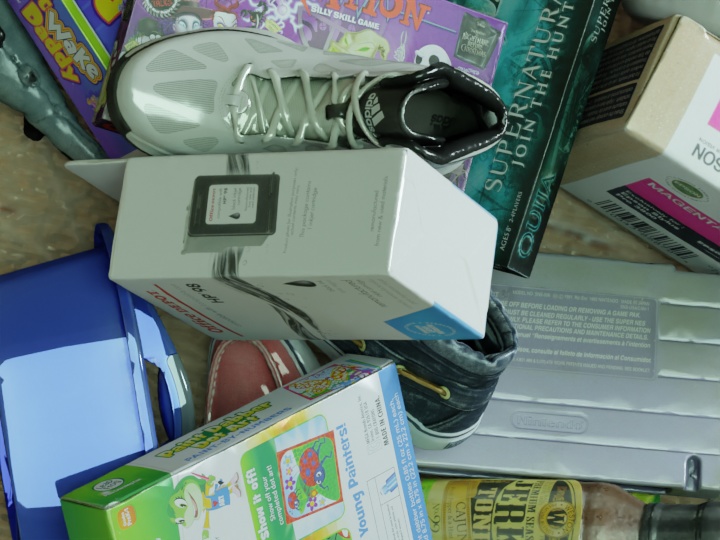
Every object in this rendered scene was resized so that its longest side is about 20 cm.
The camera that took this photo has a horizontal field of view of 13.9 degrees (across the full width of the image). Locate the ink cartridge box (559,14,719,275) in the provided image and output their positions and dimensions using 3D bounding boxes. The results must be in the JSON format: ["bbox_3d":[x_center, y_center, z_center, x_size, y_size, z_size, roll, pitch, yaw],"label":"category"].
[{"bbox_3d":[0.207,-0.048,1.615,0.199,0.165,0.075,31,78,-12],"label":"ink cartridge box"}]

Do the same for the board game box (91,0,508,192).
[{"bbox_3d":[-0.030,-0.103,1.538,0.199,0.032,0.121,17,77,-17],"label":"board game box"}]

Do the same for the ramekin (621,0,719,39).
[{"bbox_3d":[0.238,-0.159,1.611,0.199,0.200,0.098,18,93,-14],"label":"ramekin"}]

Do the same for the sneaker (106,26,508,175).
[{"bbox_3d":[-0.020,-0.089,1.464,0.199,0.115,0.076,4,85,-17],"label":"sneaker"}]

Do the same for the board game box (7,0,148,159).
[{"bbox_3d":[-0.122,-0.164,1.568,0.134,0.045,0.201,-39,101,-36],"label":"board game box"}]

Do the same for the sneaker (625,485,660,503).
[{"bbox_3d":[0.119,0.201,1.653,0.084,0.074,0.201,39,69,-47],"label":"sneaker"}]

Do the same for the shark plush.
[{"bbox_3d":[-0.209,-0.124,1.552,0.091,0.083,0.201,-29,97,-12],"label":"shark plush"}]

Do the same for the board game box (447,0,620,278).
[{"bbox_3d":[0.064,-0.107,1.602,0.028,0.135,0.201,25,81,-53],"label":"board game box"}]

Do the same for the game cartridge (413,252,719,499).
[{"bbox_3d":[0.104,0.054,1.635,0.199,0.038,0.131,6,71,-5],"label":"game cartridge"}]

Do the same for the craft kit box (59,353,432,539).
[{"bbox_3d":[-0.045,0.171,1.507,0.197,0.048,0.201,-26,112,-39],"label":"craft kit box"}]

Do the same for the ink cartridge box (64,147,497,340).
[{"bbox_3d":[-0.045,-0.010,1.488,0.199,0.116,0.067,-1,72,28],"label":"ink cartridge box"}]

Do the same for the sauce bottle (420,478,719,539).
[{"bbox_3d":[0.104,0.143,1.596,0.199,0.065,0.065,-3,91,18],"label":"sauce bottle"}]

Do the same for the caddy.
[{"bbox_3d":[-0.138,0.078,1.542,0.104,0.141,0.201,-10,93,-10],"label":"caddy"}]

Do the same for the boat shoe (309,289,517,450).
[{"bbox_3d":[0.000,0.000,1.568,0.200,0.091,0.071,41,51,9],"label":"boat shoe"}]

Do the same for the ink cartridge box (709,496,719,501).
[{"bbox_3d":[0.228,0.173,1.648,0.067,0.116,0.201,30,84,-13],"label":"ink cartridge box"}]

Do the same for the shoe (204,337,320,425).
[{"bbox_3d":[-0.058,0.124,1.578,0.071,0.091,0.202,-5,95,23],"label":"shoe"}]
